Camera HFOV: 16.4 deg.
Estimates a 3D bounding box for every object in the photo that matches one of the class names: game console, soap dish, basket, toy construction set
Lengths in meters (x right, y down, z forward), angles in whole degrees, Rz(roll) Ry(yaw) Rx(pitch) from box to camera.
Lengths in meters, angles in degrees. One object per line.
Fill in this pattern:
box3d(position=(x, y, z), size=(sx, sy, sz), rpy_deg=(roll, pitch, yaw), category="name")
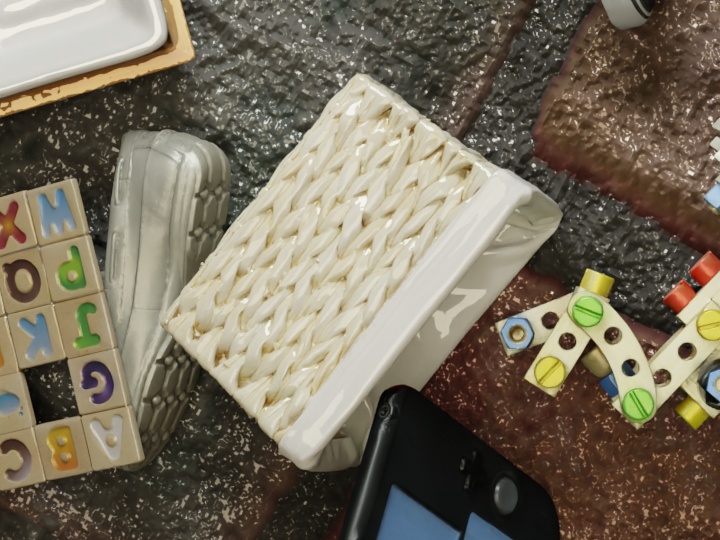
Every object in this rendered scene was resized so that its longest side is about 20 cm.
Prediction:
box3d(position=(0.041, 0.186, 1.377), size=(0.031, 0.177, 0.200), rpy_deg=(-1, 62, 35), category="game console")
box3d(position=(-0.193, -0.196, 1.452), size=(0.157, 0.081, 0.201), rpy_deg=(-16, 91, 7), category="soap dish")
box3d(position=(0.000, 0.000, 1.409), size=(0.123, 0.136, 0.200), rpy_deg=(41, 95, 12), category="basket")
box3d(position=(0.184, 0.011, 1.417), size=(0.131, 0.092, 0.200), rpy_deg=(43, 107, 4), category="toy construction set")

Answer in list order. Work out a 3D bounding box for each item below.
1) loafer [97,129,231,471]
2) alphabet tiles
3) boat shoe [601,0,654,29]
box3d(position=(-0.128, 0.016, 1.464), size=(0.070, 0.070, 0.201), rpy_deg=(14, 95, 24), category="loafer")
box3d(position=(-0.230, 0.049, 1.471), size=(0.200, 0.008, 0.168), rpy_deg=(-14, 90, 25), category="alphabet tiles")
box3d(position=(0.160, -0.239, 1.414), size=(0.068, 0.074, 0.200), rpy_deg=(-6, 82, 21), category="boat shoe")
